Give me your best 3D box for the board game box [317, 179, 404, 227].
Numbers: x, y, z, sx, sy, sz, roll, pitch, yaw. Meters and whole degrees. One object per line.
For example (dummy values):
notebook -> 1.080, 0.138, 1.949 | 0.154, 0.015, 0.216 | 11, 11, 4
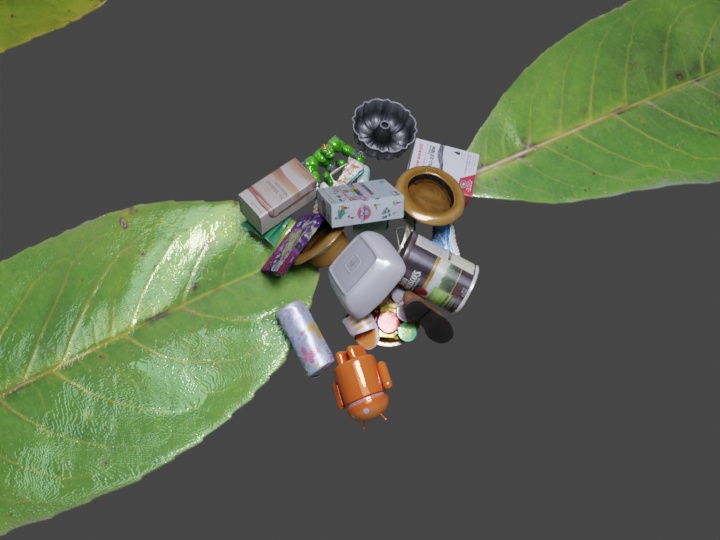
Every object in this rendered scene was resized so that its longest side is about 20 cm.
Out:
board game box -> -0.002, -0.179, 1.480 | 0.197, 0.065, 0.148 | -9, 27, -16

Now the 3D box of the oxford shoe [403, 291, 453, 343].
oxford shoe -> 0.181, 0.120, 1.485 | 0.071, 0.200, 0.072 | -37, 32, 12

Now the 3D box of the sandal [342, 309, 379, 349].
sandal -> -0.020, 0.114, 1.477 | 0.079, 0.059, 0.209 | -38, 64, 29

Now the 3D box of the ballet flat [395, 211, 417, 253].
ballet flat -> 0.133, -0.133, 1.603 | 0.061, 0.068, 0.203 | 3, 70, 7

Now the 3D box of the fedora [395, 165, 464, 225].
fedora -> 0.186, -0.191, 1.541 | 0.197, 0.082, 0.204 | 2, 61, -4

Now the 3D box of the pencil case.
pencil case -> -0.147, 0.178, 1.459 | 0.090, 0.083, 0.202 | -38, 75, 20

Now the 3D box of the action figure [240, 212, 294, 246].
action figure -> -0.231, -0.163, 1.588 | 0.117, 0.055, 0.201 | 33, 65, 8

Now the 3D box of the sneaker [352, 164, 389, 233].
sneaker -> 0.043, -0.201, 1.612 | 0.116, 0.074, 0.204 | 4, 79, 3

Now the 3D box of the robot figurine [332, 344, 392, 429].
robot figurine -> 0.004, 0.291, 1.415 | 0.142, 0.117, 0.203 | -17, 73, -10

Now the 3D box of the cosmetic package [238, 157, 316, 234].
cosmetic package -> -0.224, -0.204, 1.532 | 0.199, 0.088, 0.103 | -40, 73, -23

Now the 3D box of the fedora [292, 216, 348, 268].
fedora -> -0.099, -0.069, 1.528 | 0.082, 0.200, 0.202 | 47, 70, -27

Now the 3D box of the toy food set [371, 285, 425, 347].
toy food set -> 0.078, 0.106, 1.522 | 0.194, 0.049, 0.203 | 5, 70, -3

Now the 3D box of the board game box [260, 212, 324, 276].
board game box -> -0.186, -0.071, 1.528 | 0.032, 0.120, 0.201 | 41, 71, -21

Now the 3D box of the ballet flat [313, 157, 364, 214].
ballet flat -> -0.072, -0.236, 1.567 | 0.064, 0.076, 0.200 | 45, 84, -4

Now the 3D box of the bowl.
bowl -> 0.000, 0.000, 1.441 | 0.200, 0.074, 0.200 | -47, 40, 11

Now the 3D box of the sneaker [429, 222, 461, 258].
sneaker -> 0.222, -0.089, 1.588 | 0.088, 0.079, 0.203 | -10, 72, -5

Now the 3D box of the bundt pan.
bundt pan -> 0.067, -0.411, 1.678 | 0.198, 0.076, 0.205 | 4, 62, -8

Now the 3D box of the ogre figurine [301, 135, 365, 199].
ogre figurine -> -0.088, -0.307, 1.633 | 0.200, 0.098, 0.120 | -41, 96, -1

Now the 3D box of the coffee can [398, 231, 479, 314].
coffee can -> 0.193, 0.006, 1.488 | 0.198, 0.147, 0.148 | 27, 70, -2

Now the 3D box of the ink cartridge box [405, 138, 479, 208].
ink cartridge box -> 0.235, -0.287, 1.653 | 0.197, 0.084, 0.147 | 14, 71, 1
